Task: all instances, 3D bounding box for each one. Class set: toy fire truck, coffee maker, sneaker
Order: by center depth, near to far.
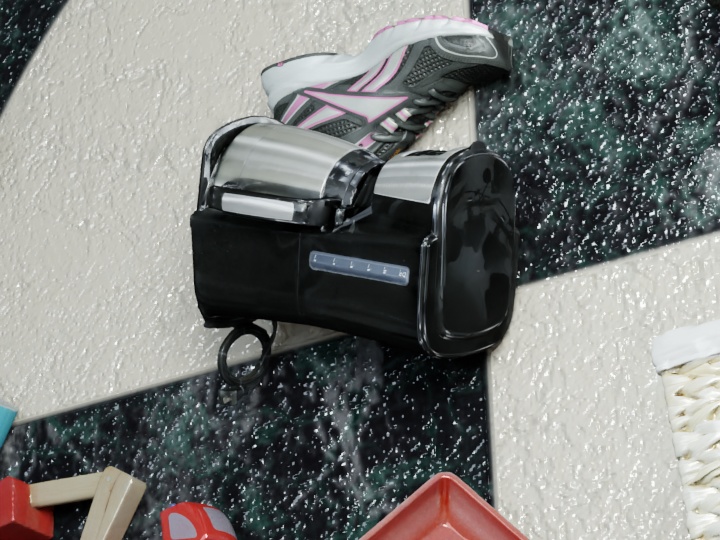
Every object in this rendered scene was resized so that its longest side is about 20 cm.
[{"bbox_3d":[0.000,0.000,1.748,0.199,0.193,0.135,11,34,34],"label":"coffee maker"},{"bbox_3d":[0.023,-0.114,1.819,0.199,0.080,0.087,-16,73,37],"label":"sneaker"},{"bbox_3d":[-0.176,0.190,1.822,0.199,0.049,0.142,-26,57,22],"label":"toy fire truck"}]

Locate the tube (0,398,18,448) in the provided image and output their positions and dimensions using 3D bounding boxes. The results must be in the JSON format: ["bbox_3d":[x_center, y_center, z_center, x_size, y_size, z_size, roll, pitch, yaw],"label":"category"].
[{"bbox_3d":[-0.316,0.182,1.926,0.077,0.050,0.201,24,89,46],"label":"tube"}]

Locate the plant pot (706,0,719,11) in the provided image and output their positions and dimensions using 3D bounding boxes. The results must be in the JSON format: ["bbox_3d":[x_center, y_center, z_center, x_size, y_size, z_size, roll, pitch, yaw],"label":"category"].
[{"bbox_3d":[0.322,-0.213,1.589,0.177,0.199,0.201,-7,66,45],"label":"plant pot"}]

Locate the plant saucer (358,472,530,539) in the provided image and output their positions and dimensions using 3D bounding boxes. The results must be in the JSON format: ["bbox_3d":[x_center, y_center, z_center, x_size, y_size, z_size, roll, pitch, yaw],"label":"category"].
[{"bbox_3d":[0.051,0.247,1.587,0.200,0.037,0.199,-38,62,-25],"label":"plant saucer"}]

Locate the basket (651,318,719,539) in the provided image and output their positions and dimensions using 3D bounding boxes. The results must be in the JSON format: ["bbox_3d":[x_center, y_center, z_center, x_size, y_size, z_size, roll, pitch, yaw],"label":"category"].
[{"bbox_3d":[0.295,0.108,1.453,0.199,0.198,0.162,-18,64,26],"label":"basket"}]
